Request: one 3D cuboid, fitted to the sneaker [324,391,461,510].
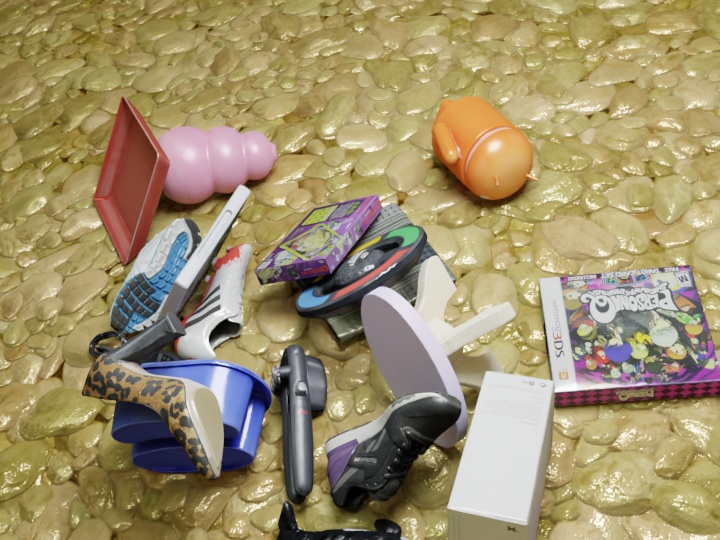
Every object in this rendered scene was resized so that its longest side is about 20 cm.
[{"bbox_3d":[0.041,0.209,0.951,0.199,0.075,0.089,-37,42,35],"label":"sneaker"}]

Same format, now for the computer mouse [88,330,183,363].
[{"bbox_3d":[-0.305,0.128,1.186,0.198,0.034,0.060,18,83,33],"label":"computer mouse"}]

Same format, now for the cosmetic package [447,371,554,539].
[{"bbox_3d":[0.153,0.216,0.903,0.083,0.109,0.201,7,36,18],"label":"cosmetic package"}]

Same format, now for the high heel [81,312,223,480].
[{"bbox_3d":[-0.230,0.164,0.938,0.141,0.071,0.202,-33,62,11],"label":"high heel"}]

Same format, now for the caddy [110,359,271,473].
[{"bbox_3d":[-0.207,0.169,1.041,0.196,0.143,0.106,-5,49,9],"label":"caddy"}]

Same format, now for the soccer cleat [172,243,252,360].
[{"bbox_3d":[-0.192,0.048,1.209,0.084,0.069,0.201,20,55,15],"label":"soccer cleat"}]

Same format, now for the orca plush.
[{"bbox_3d":[-0.009,0.294,0.921,0.198,0.072,0.105,21,56,30],"label":"orca plush"}]

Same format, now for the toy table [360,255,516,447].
[{"bbox_3d":[0.096,0.093,1.027,0.116,0.203,0.183,-30,13,-29],"label":"toy table"}]

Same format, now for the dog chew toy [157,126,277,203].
[{"bbox_3d":[-0.235,-0.180,1.396,0.196,0.126,0.126,-10,45,-6],"label":"dog chew toy"}]

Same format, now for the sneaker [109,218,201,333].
[{"bbox_3d":[-0.316,0.012,1.280,0.086,0.075,0.201,-7,43,46],"label":"sneaker"}]

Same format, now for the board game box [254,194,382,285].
[{"bbox_3d":[-0.056,-0.046,1.214,0.118,0.033,0.200,-14,22,31],"label":"board game box"}]

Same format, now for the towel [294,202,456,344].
[{"bbox_3d":[0.011,0.002,1.225,0.198,0.035,0.193,-25,50,-13],"label":"towel"}]

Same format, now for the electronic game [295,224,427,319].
[{"bbox_3d":[0.000,0.000,1.117,0.198,0.042,0.200,-30,13,8],"label":"electronic game"}]

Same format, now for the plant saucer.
[{"bbox_3d":[-0.366,-0.145,1.372,0.036,0.202,0.201,4,33,-36],"label":"plant saucer"}]

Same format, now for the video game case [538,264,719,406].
[{"bbox_3d":[0.329,0.078,1.063,0.196,0.036,0.183,-5,48,9],"label":"video game case"}]

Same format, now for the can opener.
[{"bbox_3d":[-0.075,0.181,1.042,0.077,0.064,0.202,5,49,-10],"label":"can opener"}]

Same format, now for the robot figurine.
[{"bbox_3d":[0.182,-0.185,1.292,0.116,0.144,0.201,-41,48,5],"label":"robot figurine"}]

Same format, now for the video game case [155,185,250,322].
[{"bbox_3d":[-0.228,-0.002,1.186,0.022,0.200,0.184,31,53,-6],"label":"video game case"}]
